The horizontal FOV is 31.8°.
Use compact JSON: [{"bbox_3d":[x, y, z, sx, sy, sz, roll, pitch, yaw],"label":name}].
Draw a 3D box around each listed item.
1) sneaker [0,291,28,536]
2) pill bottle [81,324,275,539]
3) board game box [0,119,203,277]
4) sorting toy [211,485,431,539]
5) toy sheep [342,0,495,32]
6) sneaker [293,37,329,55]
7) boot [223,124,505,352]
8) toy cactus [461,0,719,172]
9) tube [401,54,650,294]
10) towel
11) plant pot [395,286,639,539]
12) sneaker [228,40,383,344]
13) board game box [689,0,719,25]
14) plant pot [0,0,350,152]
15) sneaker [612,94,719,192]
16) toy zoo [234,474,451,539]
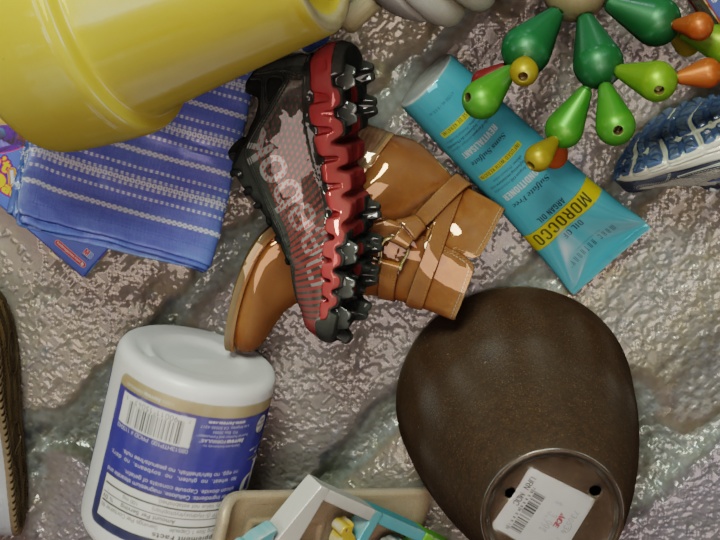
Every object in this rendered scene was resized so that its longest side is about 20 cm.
[{"bbox_3d":[-0.314,0.110,0.954,0.108,0.070,0.201,0,108,-2],"label":"sneaker"},{"bbox_3d":[-0.142,0.153,0.941,0.119,0.120,0.201,15,105,-4],"label":"pill bottle"},{"bbox_3d":[-0.228,-0.113,0.907,0.200,0.045,0.134,43,101,-11],"label":"board game box"},{"bbox_3d":[-0.045,0.248,0.968,0.199,0.036,0.186,3,108,-36],"label":"sorting toy"},{"bbox_3d":[0.057,-0.233,0.837,0.138,0.138,0.200,44,115,-11],"label":"toy sheep"},{"bbox_3d":[-0.038,-0.237,0.820,0.088,0.075,0.201,33,133,29],"label":"sneaker"},{"bbox_3d":[0.000,0.000,0.917,0.154,0.074,0.201,28,99,-1],"label":"boot"},{"bbox_3d":[0.161,-0.158,0.867,0.199,0.102,0.166,-16,72,5],"label":"toy cactus"},{"bbox_3d":[0.116,-0.071,0.922,0.200,0.050,0.077,41,116,-15],"label":"tube"},{"bbox_3d":[-0.148,-0.110,0.869,0.144,0.024,0.201,15,80,-18],"label":"towel"},{"bbox_3d":[0.120,0.129,0.893,0.185,0.200,0.188,0,105,0],"label":"plant pot"},{"bbox_3d":[-0.039,-0.051,0.852,0.097,0.071,0.202,0,99,17],"label":"sneaker"},{"bbox_3d":[0.325,-0.192,0.886,0.151,0.046,0.200,-36,102,9],"label":"board game box"},{"bbox_3d":[-0.114,-0.183,0.737,0.188,0.201,0.202,-8,106,19],"label":"plant pot"},{"bbox_3d":[0.271,-0.077,0.875,0.199,0.077,0.085,-15,119,38],"label":"sneaker"},{"bbox_3d":[-0.022,0.231,0.938,0.200,0.020,0.132,31,91,-40],"label":"toy zoo"}]
